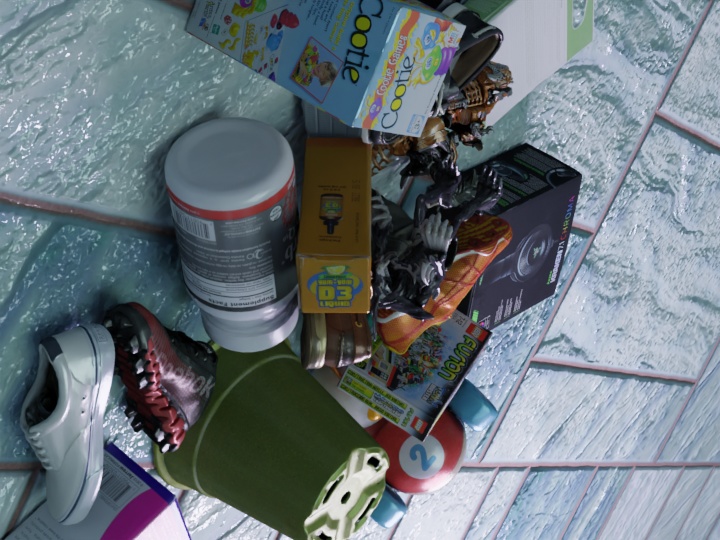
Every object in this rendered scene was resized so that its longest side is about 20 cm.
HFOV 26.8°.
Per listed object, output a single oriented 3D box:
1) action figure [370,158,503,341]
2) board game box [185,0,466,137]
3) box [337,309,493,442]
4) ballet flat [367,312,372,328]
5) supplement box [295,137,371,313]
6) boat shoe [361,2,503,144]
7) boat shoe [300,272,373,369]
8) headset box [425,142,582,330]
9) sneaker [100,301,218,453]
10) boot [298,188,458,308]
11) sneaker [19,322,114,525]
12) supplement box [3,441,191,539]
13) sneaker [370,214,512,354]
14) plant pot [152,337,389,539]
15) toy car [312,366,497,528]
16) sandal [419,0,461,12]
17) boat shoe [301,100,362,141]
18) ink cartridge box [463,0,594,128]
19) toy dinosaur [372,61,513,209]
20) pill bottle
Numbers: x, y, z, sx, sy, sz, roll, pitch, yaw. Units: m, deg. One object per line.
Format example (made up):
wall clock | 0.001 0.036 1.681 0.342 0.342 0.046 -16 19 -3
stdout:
action figure | 0.050 -0.031 1.479 0.200 0.118 0.103 -50 146 -27
board game box | -0.031 -0.202 1.257 0.103 0.199 0.106 2 116 -55
box | 0.063 0.096 1.643 0.035 0.109 0.200 -63 172 33
ballet flat | 0.007 0.021 1.631 0.199 0.071 0.070 -36 149 -34
supplement box | -0.022 -0.044 1.373 0.201 0.066 0.070 -88 179 -56
boat shoe | 0.070 -0.182 1.448 0.200 0.060 0.074 -48 157 -38
boat shoe | -0.022 0.018 1.425 0.067 0.201 0.073 4 130 -5
headset box | 0.153 -0.031 1.774 0.199 0.092 0.176 -25 135 -42
sneaker | -0.184 0.083 1.412 0.098 0.071 0.202 -43 148 -23
boot | 0.000 0.000 1.544 0.200 0.130 0.068 -42 145 -26
sneaker | -0.271 0.139 1.351 0.070 0.073 0.202 -6 117 -35
supplement box | -0.268 0.281 1.434 0.200 0.101 0.104 -42 146 -25
sneaker | 0.085 0.010 1.612 0.199 0.073 0.078 -37 135 -22
plant pot | -0.077 0.185 1.538 0.199 0.189 0.202 -34 141 -33
toy car | 0.015 0.150 1.680 0.185 0.177 0.200 -47 136 3
sandal | 0.065 -0.237 1.515 0.076 0.043 0.202 12 106 -58
boat shoe | -0.020 -0.144 1.469 0.062 0.071 0.202 -74 173 -55
ink cartridge box | 0.178 -0.262 1.652 0.200 0.048 0.147 -42 145 -26
toy dinosaur | 0.072 -0.144 1.575 0.197 0.103 0.137 -16 137 3
pill bottle | -0.110 -0.029 1.376 0.116 0.115 0.202 -38 144 -30
